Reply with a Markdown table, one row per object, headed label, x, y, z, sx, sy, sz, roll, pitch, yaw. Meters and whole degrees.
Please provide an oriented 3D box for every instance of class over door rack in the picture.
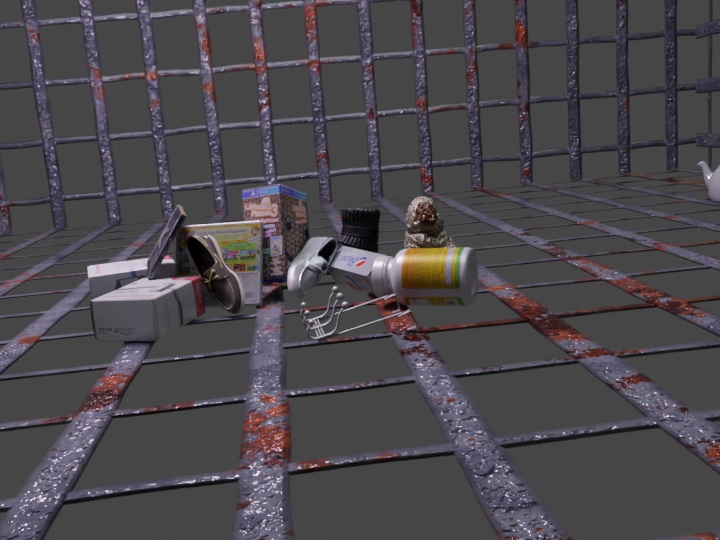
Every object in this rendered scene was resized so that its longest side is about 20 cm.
| label | x | y | z | sx | sy | sz | roll | pitch | yaw |
| --- | --- | --- | --- | --- | --- | --- | --- | --- | --- |
| over door rack | -0.009 | 0.071 | 1.443 | 0.195 | 0.068 | 0.148 | -7 | 12 | -8 |

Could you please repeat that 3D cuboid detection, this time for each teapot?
| label | x | y | z | sx | sy | sz | roll | pitch | yaw |
| --- | --- | --- | --- | --- | --- | --- | --- | --- | --- |
| teapot | 1.257 | -0.309 | 2.621 | 0.195 | 0.150 | 0.197 | -6 | 11 | -9 |

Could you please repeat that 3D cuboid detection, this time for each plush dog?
| label | x | y | z | sx | sy | sz | roll | pitch | yaw |
| --- | --- | --- | --- | --- | --- | --- | --- | --- | --- |
| plush dog | 0.155 | -0.095 | 1.936 | 0.157 | 0.176 | 0.200 | -5 | 12 | 0 |

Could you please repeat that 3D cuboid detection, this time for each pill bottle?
| label | x | y | z | sx | sy | sz | roll | pitch | yaw |
| --- | --- | --- | --- | --- | --- | --- | --- | --- | --- |
| pill bottle | 0.127 | 0.012 | 1.561 | 0.196 | 0.114 | 0.111 | 0 | 12 | 21 |

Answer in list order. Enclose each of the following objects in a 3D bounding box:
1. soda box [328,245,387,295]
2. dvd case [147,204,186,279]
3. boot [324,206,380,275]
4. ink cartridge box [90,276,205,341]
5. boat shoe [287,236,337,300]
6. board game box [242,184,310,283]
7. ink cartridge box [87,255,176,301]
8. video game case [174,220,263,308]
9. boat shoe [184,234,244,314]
| label | x | y | z | sx | sy | sz | roll | pitch | yaw |
| --- | --- | --- | --- | --- | --- | --- | --- | --- | --- |
| soda box | 0.000 | 0.000 | 1.752 | 0.068 | 0.064 | 0.199 | -44 | 26 | -18 |
| dvd case | -0.425 | -0.066 | 1.722 | 0.016 | 0.151 | 0.200 | 28 | 1 | -19 |
| boot | -0.048 | -0.078 | 1.975 | 0.206 | 0.162 | 0.080 | -4 | 11 | 1 |
| ink cartridge box | -0.418 | 0.073 | 1.567 | 0.142 | 0.087 | 0.200 | -2 | 13 | 16 |
| boat shoe | -0.102 | -0.008 | 1.752 | 0.067 | 0.073 | 0.201 | -10 | 26 | 26 |
| board game box | -0.186 | -0.079 | 1.799 | 0.095 | 0.205 | 0.159 | -7 | -4 | 18 |
| ink cartridge box | -0.534 | 0.026 | 1.857 | 0.196 | 0.088 | 0.147 | -10 | 12 | -17 |
| video game case | -0.307 | -0.011 | 1.712 | 0.195 | 0.186 | 0.023 | -3 | -13 | 10 |
| boat shoe | -0.306 | 0.006 | 1.645 | 0.072 | 0.202 | 0.059 | -42 | -27 | 22 |
